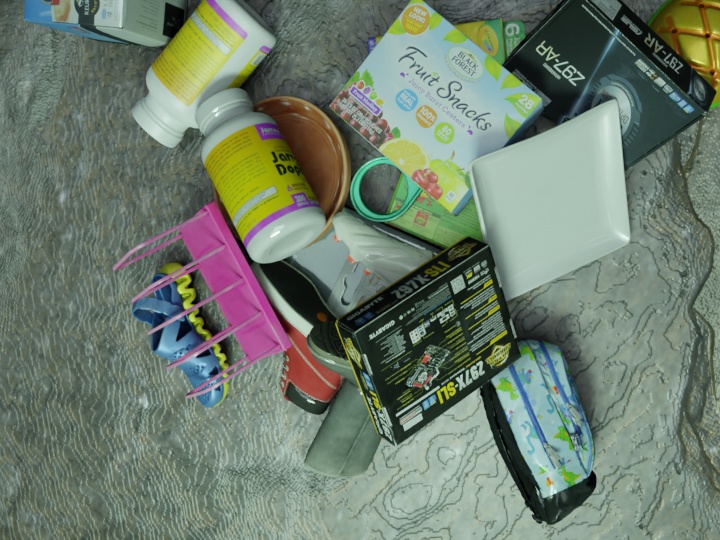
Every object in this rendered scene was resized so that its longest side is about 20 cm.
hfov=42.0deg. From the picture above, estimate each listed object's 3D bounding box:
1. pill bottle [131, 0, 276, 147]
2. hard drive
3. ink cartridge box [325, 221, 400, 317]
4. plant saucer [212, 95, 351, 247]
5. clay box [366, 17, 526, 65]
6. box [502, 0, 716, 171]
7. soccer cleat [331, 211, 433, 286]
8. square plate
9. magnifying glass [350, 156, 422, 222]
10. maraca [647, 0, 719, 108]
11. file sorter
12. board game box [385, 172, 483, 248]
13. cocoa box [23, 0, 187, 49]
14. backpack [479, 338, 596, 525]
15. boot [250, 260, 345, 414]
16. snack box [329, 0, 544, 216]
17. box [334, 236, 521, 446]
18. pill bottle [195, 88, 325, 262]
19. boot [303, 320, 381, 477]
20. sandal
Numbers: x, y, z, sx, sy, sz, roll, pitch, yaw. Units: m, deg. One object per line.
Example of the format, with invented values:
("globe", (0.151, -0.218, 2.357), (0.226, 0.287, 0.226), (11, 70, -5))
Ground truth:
("pill bottle", (-0.206, -0.258, 1.206), (0.104, 0.104, 0.200), (44, 102, 2))
("hard drive", (0.000, 0.000, 1.239), (0.197, 0.033, 0.142), (24, 101, 7))
("ink cartridge box", (0.060, 0.054, 1.205), (0.199, 0.057, 0.164), (32, 103, 26))
("plant saucer", (-0.102, -0.123, 1.221), (0.197, 0.032, 0.204), (-1, 87, 24))
("clay box", (0.113, -0.247, 1.178), (0.196, 0.048, 0.117), (-6, 96, 12))
("box", (0.283, -0.220, 1.088), (0.199, 0.044, 0.160), (41, 147, -7))
("soccer cleat", (0.048, -0.010, 1.153), (0.200, 0.069, 0.078), (45, 102, 10))
("square plate", (0.225, -0.081, 1.110), (0.197, 0.028, 0.201), (-24, 123, -11))
("magnifying glass", (0.078, -0.126, 1.165), (0.198, 0.022, 0.081), (-26, 90, 11))
("maraca", (0.414, -0.275, 1.090), (0.200, 0.107, 0.137), (-43, 83, 8))
("file sorter", (-0.205, 0.045, 1.176), (0.124, 0.139, 0.202), (-30, 93, -28))
("board game box", (0.139, -0.073, 1.196), (0.197, 0.048, 0.103), (23, 100, 7))
("cocoa box", (-0.309, -0.356, 1.163), (0.129, 0.200, 0.136), (8, 98, 9))
("backpack", (0.220, 0.188, 1.171), (0.153, 0.163, 0.201), (-37, 83, 4))
("boot", (-0.095, 0.090, 1.225), (0.200, 0.072, 0.145), (47, 127, 8))
("snack box", (0.091, -0.194, 1.118), (0.200, 0.068, 0.169), (42, 98, 10))
("box", (0.083, 0.079, 1.076), (0.198, 0.049, 0.162), (-32, 120, -20))
("pill bottle", (-0.129, -0.119, 1.151), (0.103, 0.104, 0.202), (-32, 77, 13))
("boot", (-0.024, 0.164, 1.151), (0.179, 0.073, 0.201), (16, 125, -28))
("sandal", (-0.246, 0.095, 1.260), (0.079, 0.087, 0.202), (-30, 87, 46))
